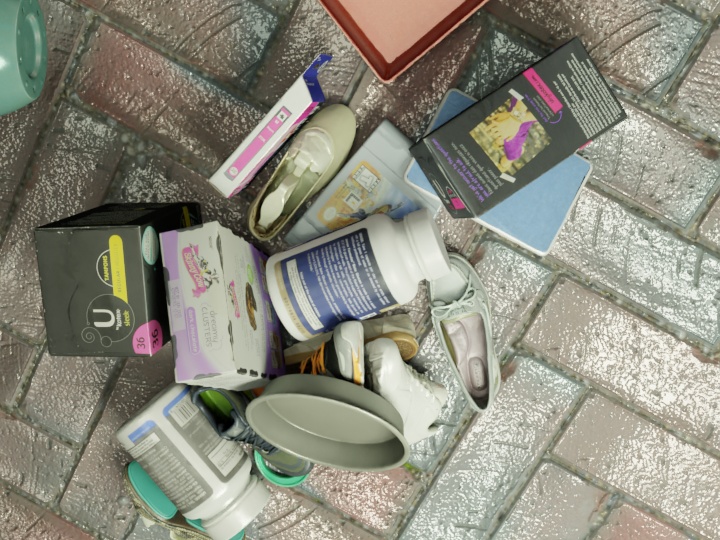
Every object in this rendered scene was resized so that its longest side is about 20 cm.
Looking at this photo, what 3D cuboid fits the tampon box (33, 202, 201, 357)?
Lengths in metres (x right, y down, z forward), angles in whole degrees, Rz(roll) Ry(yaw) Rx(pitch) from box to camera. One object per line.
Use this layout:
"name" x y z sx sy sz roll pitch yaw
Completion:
"tampon box" -0.278 0.003 0.966 0.126 0.200 0.150 -1 103 7

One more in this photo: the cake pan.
"cake pan" -0.036 0.181 0.951 0.200 0.037 0.200 11 146 8

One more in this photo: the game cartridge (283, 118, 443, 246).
"game cartridge" 0.016 -0.070 0.998 0.133 0.042 0.200 41 104 1

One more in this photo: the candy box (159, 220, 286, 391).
"candy box" -0.155 0.049 0.937 0.072 0.200 0.168 -11 77 9

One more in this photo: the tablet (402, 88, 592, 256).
"tablet" 0.165 -0.117 0.960 0.200 0.014 0.130 28 89 -3

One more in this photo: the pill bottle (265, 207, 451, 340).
"pill bottle" 0.000 0.000 0.940 0.200 0.111 0.111 -21 99 12

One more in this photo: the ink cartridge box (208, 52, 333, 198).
"ink cartridge box" -0.096 -0.173 0.957 0.037 0.095 0.200 41 104 -3

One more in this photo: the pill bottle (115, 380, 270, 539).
"pill bottle" -0.217 0.253 1.059 0.114 0.114 0.200 -37 95 13

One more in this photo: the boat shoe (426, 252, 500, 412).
"boat shoe" 0.131 0.076 0.999 0.074 0.065 0.202 -12 101 10

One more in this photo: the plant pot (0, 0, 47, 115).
"plant pot" -0.465 -0.267 0.939 0.161 0.201 0.201 2 103 -7

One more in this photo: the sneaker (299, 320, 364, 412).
"sneaker" -0.038 0.126 0.964 0.077 0.078 0.200 7 142 -5

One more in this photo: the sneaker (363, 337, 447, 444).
"sneaker" 0.058 0.147 1.003 0.099 0.078 0.200 -16 137 -4

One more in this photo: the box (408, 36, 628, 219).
"box" 0.170 -0.152 0.891 0.200 0.122 0.106 -33 95 -1

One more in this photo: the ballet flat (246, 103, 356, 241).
"ballet flat" -0.076 -0.117 0.982 0.069 0.069 0.200 36 104 -2

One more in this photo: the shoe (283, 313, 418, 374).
"shoe" -0.022 0.101 1.036 0.200 0.053 0.070 -14 141 13

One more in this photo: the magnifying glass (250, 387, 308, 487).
"magnifying glass" -0.123 0.201 1.083 0.080 0.022 0.200 -17 99 11

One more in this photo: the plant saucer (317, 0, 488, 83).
"plant saucer" 0.045 -0.356 0.928 0.200 0.037 0.200 -38 96 13

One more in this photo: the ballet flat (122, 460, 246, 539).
"ballet flat" -0.255 0.344 1.114 0.200 0.068 0.075 33 120 -3

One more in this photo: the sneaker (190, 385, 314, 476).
"sneaker" -0.145 0.203 1.035 0.200 0.081 0.074 38 106 -3
